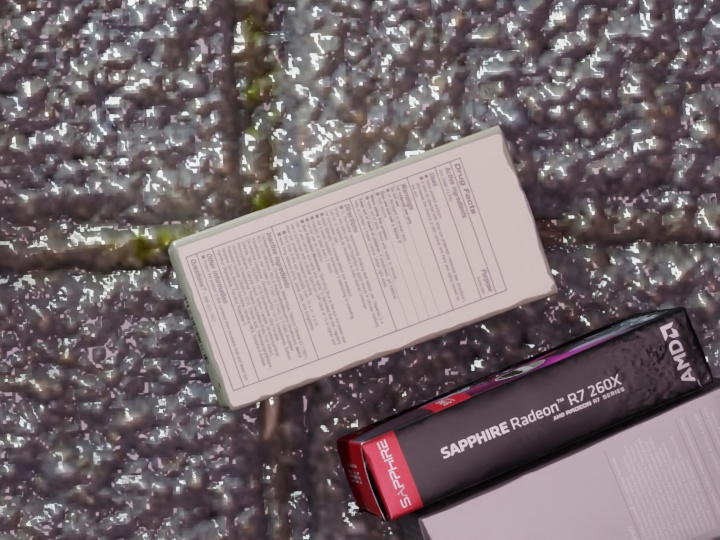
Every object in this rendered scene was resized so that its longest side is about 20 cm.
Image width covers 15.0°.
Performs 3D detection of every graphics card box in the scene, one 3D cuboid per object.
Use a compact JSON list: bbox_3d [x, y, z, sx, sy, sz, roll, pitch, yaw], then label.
[{"bbox_3d":[0.089,0.080,1.533,0.199,0.125,0.051,-21,89,-6],"label":"graphics card box"}]

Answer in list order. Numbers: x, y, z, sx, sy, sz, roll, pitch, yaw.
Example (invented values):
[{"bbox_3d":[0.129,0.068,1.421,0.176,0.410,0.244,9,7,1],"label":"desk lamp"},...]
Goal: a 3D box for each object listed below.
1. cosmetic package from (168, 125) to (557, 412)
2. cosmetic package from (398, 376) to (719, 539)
[{"bbox_3d":[0.000,0.000,1.552,0.199,0.071,0.106,-18,89,-7],"label":"cosmetic package"},{"bbox_3d":[0.127,0.136,1.546,0.199,0.107,0.091,-20,91,-9],"label":"cosmetic package"}]
